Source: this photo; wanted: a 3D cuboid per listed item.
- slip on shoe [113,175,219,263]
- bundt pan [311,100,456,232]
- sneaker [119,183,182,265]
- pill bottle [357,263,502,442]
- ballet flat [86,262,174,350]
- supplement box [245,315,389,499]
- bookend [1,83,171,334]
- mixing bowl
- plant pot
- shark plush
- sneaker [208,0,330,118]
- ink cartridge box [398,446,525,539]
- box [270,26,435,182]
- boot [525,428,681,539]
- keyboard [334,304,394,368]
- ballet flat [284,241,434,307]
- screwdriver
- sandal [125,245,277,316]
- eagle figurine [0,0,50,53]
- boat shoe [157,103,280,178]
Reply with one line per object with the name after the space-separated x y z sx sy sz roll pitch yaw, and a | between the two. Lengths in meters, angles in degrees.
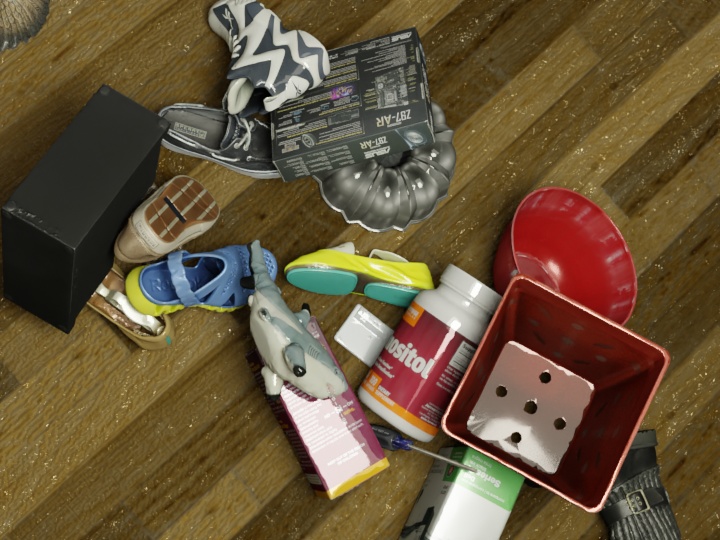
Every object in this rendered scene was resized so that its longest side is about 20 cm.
-0.229 -0.056 1.383 0.060 0.200 0.076 -36 99 21 | slip on shoe
0.037 -0.154 1.503 0.199 0.076 0.205 2 82 -12 | bundt pan
-0.287 -0.090 1.440 0.070 0.075 0.202 -35 111 -24 | sneaker
0.091 0.099 1.435 0.112 0.113 0.201 32 91 -5 | pill bottle
-0.306 0.022 1.416 0.199 0.063 0.069 35 76 -4 | ballet flat
-0.054 0.168 1.418 0.085 0.110 0.202 -27 87 -14 | supplement box
-0.313 -0.067 1.328 0.091 0.199 0.201 29 58 2 | bookend
0.242 0.008 1.486 0.198 0.108 0.203 15 59 -26 | mixing bowl
0.214 0.151 1.370 0.198 0.176 0.202 28 79 5 | plant pot
-0.090 0.064 1.359 0.082 0.091 0.201 -17 62 -33 | shark plush
-0.147 -0.257 1.443 0.198 0.080 0.130 35 66 23 | sneaker
0.106 0.321 1.409 0.082 0.147 0.202 28 76 -5 | ink cartridge box
-0.013 -0.206 1.438 0.197 0.044 0.162 -14 54 11 | box
0.304 0.295 1.485 0.208 0.079 0.160 -7 83 -12 | boot
0.059 0.126 1.500 0.199 0.011 0.057 38 82 -3 | keyboard
0.000 0.000 1.486 0.197 0.067 0.068 11 58 -12 | ballet flat
0.073 0.215 1.405 0.029 0.198 0.028 -15 107 -42 | screwdriver
-0.179 0.008 1.409 0.198 0.087 0.080 -14 79 -39 | sandal
-0.448 -0.388 1.422 0.150 0.151 0.203 5 70 -20 | eagle figurine
-0.161 -0.169 1.469 0.197 0.068 0.073 15 79 -9 | boat shoe
